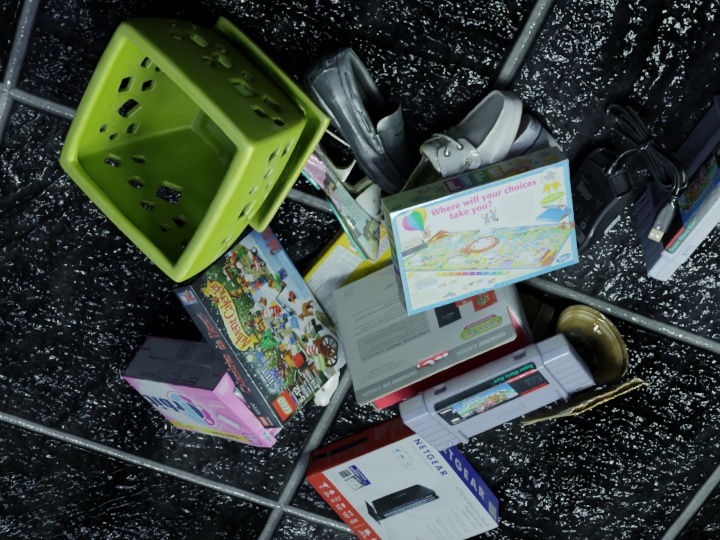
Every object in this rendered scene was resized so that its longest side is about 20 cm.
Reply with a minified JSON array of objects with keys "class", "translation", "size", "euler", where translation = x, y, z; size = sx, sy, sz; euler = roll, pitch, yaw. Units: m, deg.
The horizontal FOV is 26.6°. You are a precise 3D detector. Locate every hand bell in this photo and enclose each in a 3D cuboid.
[{"class":"hand bell","translation":[0.223,0.135,1.853],"size":[0.104,0.104,0.200],"euler":[29,137,-16]}]

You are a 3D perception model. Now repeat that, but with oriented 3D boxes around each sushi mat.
[{"class":"sushi mat","translation":[0.259,0.157,1.800],"size":[0.095,0.200,0.012],"euler":[-23,86,-14]}]

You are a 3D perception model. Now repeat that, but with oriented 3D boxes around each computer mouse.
[{"class":"computer mouse","translation":[0.283,-0.070,1.657],"size":[0.046,0.141,0.200],"euler":[-5,136,-41]}]

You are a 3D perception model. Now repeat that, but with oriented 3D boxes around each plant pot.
[{"class":"plant pot","translation":[-0.160,-0.139,1.575],"size":[0.200,0.181,0.199],"euler":[45,126,15]}]

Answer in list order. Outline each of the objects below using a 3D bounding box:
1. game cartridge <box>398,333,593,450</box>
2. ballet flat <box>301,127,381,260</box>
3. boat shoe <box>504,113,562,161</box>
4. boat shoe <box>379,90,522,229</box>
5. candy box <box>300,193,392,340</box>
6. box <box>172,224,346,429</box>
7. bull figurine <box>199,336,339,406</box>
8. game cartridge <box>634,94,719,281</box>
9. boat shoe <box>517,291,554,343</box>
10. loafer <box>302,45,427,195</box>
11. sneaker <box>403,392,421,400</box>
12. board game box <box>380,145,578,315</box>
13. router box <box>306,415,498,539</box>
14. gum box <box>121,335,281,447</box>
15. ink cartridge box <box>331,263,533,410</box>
[{"class":"game cartridge","translation":[0.153,0.139,1.696],"size":[0.199,0.039,0.130],"euler":[-25,156,12]},{"class":"ballet flat","translation":[-0.023,-0.102,1.682],"size":[0.071,0.069,0.200],"euler":[-36,107,6]},{"class":"boat shoe","translation":[0.137,-0.086,1.681],"size":[0.065,0.074,0.200],"euler":[39,122,-19]},{"class":"boat shoe","translation":[0.095,-0.115,1.625],"size":[0.069,0.071,0.200],"euler":[31,98,-32]},{"class":"candy box","translation":[0.000,0.000,1.793],"size":[0.102,0.026,0.200],"euler":[33,124,-16]},{"class":"box","translation":[-0.110,0.062,1.754],"size":[0.038,0.137,0.200],"euler":[-12,115,49]},{"class":"bull figurine","translation":[-0.113,0.091,1.848],"size":[0.121,0.065,0.200],"euler":[-23,118,33]},{"class":"game cartridge","translation":[0.360,-0.097,1.614],"size":[0.038,0.130,0.200],"euler":[24,126,-13]},{"class":"boat shoe","translation":[0.163,0.098,1.834],"size":[0.068,0.072,0.200],"euler":[29,127,2]},{"class":"loafer","translation":[0.017,-0.156,1.640],"size":[0.070,0.068,0.201],"euler":[-23,120,31]},{"class":"sneaker","translation":[0.060,0.115,1.812],"size":[0.199,0.089,0.077],"euler":[11,125,31]},{"class":"board game box","translation":[0.130,-0.042,1.623],"size":[0.199,0.034,0.135],"euler":[-17,125,-8]},{"class":"router box","translation":[0.057,0.287,2.000],"size":[0.179,0.049,0.200],"euler":[-25,122,23]},{"class":"gum box","translation":[-0.181,0.145,1.835],"size":[0.199,0.066,0.114],"euler":[4,143,47]},{"class":"ink cartridge box","translation":[0.083,0.069,1.719],"size":[0.199,0.176,0.084],"euler":[-24,136,13]}]
